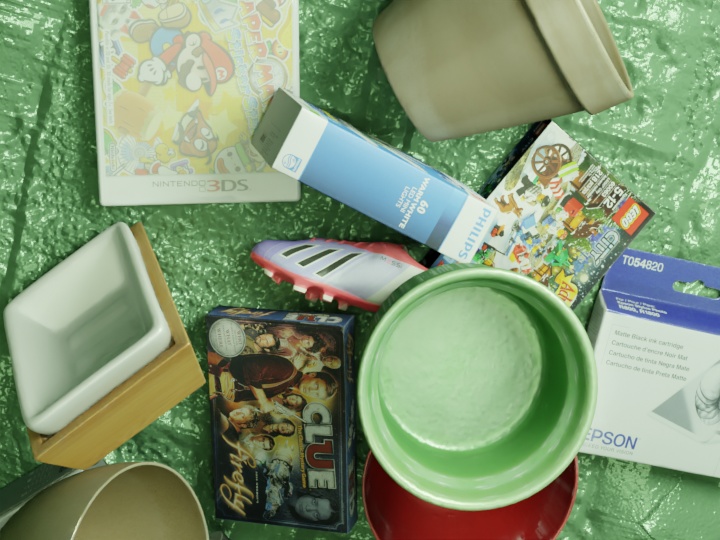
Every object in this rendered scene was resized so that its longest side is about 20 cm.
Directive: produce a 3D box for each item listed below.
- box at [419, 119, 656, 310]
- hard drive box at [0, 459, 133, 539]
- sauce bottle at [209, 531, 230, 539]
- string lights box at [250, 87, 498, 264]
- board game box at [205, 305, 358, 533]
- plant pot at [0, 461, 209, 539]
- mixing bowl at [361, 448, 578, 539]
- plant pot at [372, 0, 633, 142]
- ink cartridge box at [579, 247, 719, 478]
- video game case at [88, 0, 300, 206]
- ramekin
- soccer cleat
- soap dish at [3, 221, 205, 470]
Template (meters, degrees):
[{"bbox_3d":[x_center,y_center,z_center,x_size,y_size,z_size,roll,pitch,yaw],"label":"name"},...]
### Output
[{"bbox_3d":[0.157,-0.022,1.233,0.136,0.038,0.200,38,98,-14],"label":"box"},{"bbox_3d":[-0.298,0.278,1.237,0.199,0.077,0.157,-30,106,1],"label":"hard drive box"},{"bbox_3d":[-0.085,0.336,1.286,0.065,0.065,0.200,-41,106,5],"label":"sauce bottle"},{"bbox_3d":[0.011,-0.081,1.153,0.199,0.103,0.059,25,99,-21],"label":"string lights box"},{"bbox_3d":[-0.071,0.137,1.225,0.134,0.035,0.202,3,106,16],"label":"board game box"},{"bbox_3d":[-0.237,0.259,1.119,0.133,0.200,0.203,0,108,28],"label":"plant pot"},{"bbox_3d":[0.094,0.179,1.243,0.198,0.108,0.203,-2,104,-6],"label":"mixing bowl"},{"bbox_3d":[0.111,-0.198,1.119,0.172,0.200,0.201,-25,107,18],"label":"plant pot"},{"bbox_3d":[0.309,0.093,1.282,0.197,0.041,0.202,11,103,-10],"label":"ink cartridge box"},{"bbox_3d":[-0.143,-0.158,1.168,0.180,0.023,0.202,-2,105,-7],"label":"video game case"},{"bbox_3d":[0.091,0.089,1.114,0.197,0.098,0.203,-1,100,-5],"label":"ramekin"},{"bbox_3d":[0.000,0.000,1.194,0.198,0.067,0.077,19,83,11],"label":"soccer cleat"},{"bbox_3d":[-0.220,0.064,1.136,0.157,0.200,0.081,-36,128,2],"label":"soap dish"}]
